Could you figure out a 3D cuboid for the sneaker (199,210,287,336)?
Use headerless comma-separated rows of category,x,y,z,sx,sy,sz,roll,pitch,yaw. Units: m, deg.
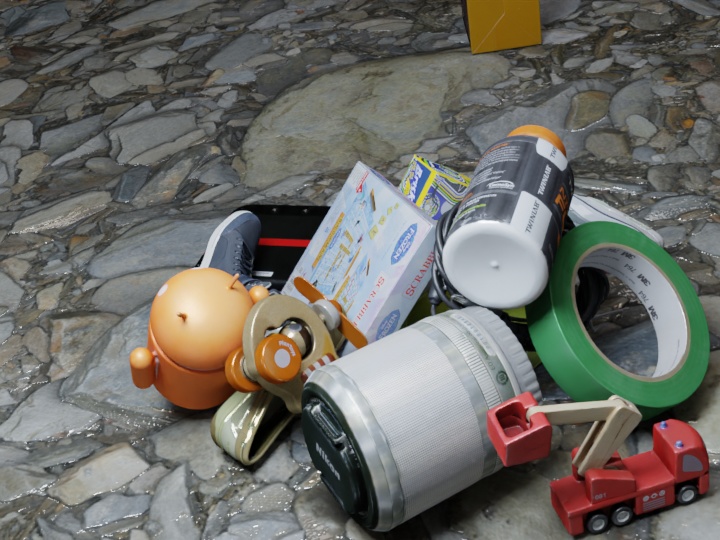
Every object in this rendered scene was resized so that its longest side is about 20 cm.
sneaker,-0.136,0.010,1.341,0.144,0.077,0.204,1,50,34

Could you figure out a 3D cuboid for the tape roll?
tape roll,0.261,0.050,1.096,0.197,0.048,0.204,13,60,-23

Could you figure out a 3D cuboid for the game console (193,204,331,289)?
game console,-0.116,-0.030,1.481,0.197,0.031,0.178,2,40,21

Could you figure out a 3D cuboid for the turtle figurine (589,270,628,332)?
turtle figurine,0.211,-0.010,1.242,0.196,0.102,0.150,4,31,-14

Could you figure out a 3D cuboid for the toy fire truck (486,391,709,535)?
toy fire truck,0.216,0.160,0.962,0.197,0.143,0.049,-15,31,-8

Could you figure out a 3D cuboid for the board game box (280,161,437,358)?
board game box,0.000,0.000,1.258,0.041,0.202,0.200,24,13,-34

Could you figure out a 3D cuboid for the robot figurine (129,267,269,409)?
robot figurine,-0.171,0.072,1.166,0.141,0.201,0.118,8,59,-9

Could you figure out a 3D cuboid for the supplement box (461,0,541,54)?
supplement box,0.253,-0.542,2.018,0.130,0.200,0.201,-7,31,4

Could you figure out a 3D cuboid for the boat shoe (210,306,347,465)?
boat shoe,-0.073,0.119,1.154,0.063,0.074,0.201,24,61,43

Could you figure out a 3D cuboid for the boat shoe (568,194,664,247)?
boat shoe,0.290,-0.052,1.365,0.066,0.075,0.199,-14,36,-39

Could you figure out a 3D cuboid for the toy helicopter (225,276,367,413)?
toy helicopter,-0.034,0.093,1.115,0.078,0.199,0.134,-22,39,51

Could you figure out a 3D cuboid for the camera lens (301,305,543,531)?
camera lens,0.053,0.138,1.027,0.198,0.162,0.160,-23,34,-20

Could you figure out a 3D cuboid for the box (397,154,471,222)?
box,0.140,-0.070,1.322,0.198,0.071,0.064,18,16,-33

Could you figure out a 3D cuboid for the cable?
cable,0.171,0.000,1.161,0.196,0.051,0.166,8,73,-6

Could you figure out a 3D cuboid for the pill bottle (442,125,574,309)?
pill bottle,0.154,-0.064,1.078,0.104,0.107,0.201,3,40,21

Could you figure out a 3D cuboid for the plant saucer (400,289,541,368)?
plant saucer,0.124,0.064,1.250,0.196,0.032,0.201,-7,31,4
